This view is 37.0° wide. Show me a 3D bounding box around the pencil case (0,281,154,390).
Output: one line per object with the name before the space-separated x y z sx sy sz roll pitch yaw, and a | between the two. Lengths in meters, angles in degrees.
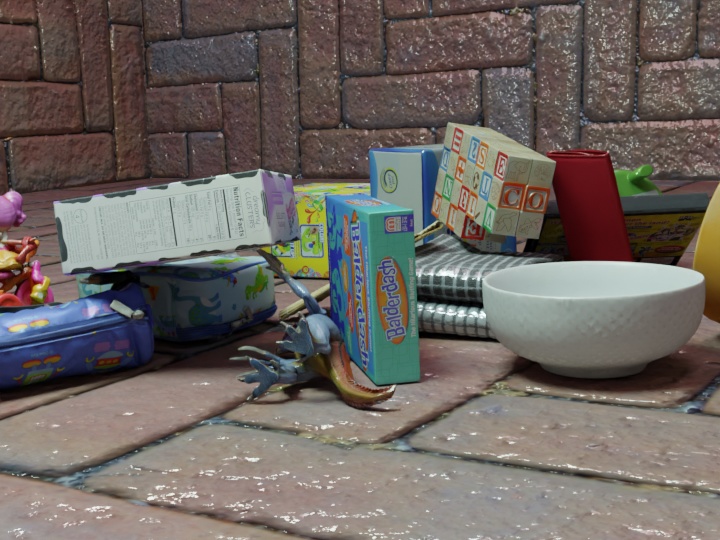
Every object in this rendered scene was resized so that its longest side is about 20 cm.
pencil case | -0.281 0.063 0.985 0.199 0.079 0.087 -10 -16 -35

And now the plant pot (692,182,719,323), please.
plant pot | 0.446 -0.014 1.011 0.199 0.202 0.183 -10 27 -42

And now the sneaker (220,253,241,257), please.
sneaker | -0.175 0.008 1.395 0.087 0.076 0.200 9 16 -1

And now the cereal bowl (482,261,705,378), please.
cereal bowl | 0.208 0.045 0.970 0.198 0.084 0.200 -1 9 0

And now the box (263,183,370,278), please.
box | -0.022 -0.064 1.598 0.191 0.123 0.200 1 9 22

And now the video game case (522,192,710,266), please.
video game case | 0.298 -0.032 1.302 0.198 0.026 0.181 -3 -29 -4

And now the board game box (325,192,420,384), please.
board game box | 0.008 0.010 1.025 0.045 0.154 0.200 -4 8 -13

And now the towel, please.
towel | 0.128 0.014 1.185 0.164 0.086 0.200 3 10 23

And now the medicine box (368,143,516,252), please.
medicine box | 0.113 -0.077 1.449 0.102 0.184 0.199 6 12 43

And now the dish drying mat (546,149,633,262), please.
dish drying mat | 0.261 -0.044 1.195 0.076 0.201 0.018 7 38 40

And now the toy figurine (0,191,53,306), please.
toy figurine | -0.403 -0.022 1.156 0.199 0.186 0.149 -4 -3 -44

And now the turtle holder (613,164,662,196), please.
turtle holder | 0.328 -0.047 1.445 0.186 0.141 0.132 -49 8 -31

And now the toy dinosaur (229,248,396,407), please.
toy dinosaur | -0.046 0.078 0.975 0.199 0.105 0.181 36 11 15

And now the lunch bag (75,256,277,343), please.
lunch bag | -0.201 0.025 1.205 0.198 0.083 0.160 3 11 28

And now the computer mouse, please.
computer mouse | -0.304 0.052 1.052 0.199 0.046 0.140 -3 -28 -48

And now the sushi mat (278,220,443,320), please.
sushi mat | 0.000 0.000 1.219 0.199 0.012 0.095 -31 -4 32

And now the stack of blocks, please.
stack of blocks | 0.148 -0.093 1.240 0.058 0.116 0.200 5 15 -16

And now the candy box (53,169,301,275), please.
candy box | -0.169 -0.046 1.047 0.198 0.072 0.168 -9 2 6
